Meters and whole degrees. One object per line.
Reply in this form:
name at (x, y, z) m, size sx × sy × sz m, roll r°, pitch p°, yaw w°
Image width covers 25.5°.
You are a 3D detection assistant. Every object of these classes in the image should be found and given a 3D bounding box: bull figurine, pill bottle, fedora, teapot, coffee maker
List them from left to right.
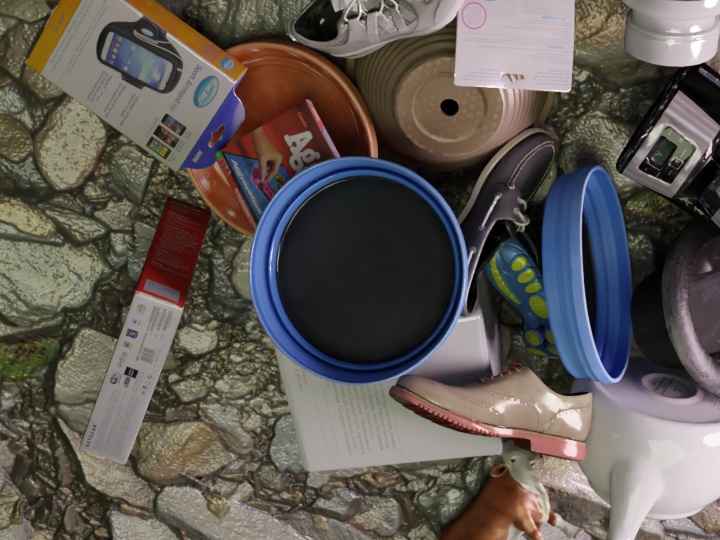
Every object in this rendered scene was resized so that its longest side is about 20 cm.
bull figurine at (0.162, 0.271, 1.718) m, size 0.121 × 0.065 × 0.200 m, roll 48°, pitch 127°, yaw 15°
teapot at (0.287, 0.174, 1.549) m, size 0.199 × 0.197 × 0.147 m, roll -3°, pitch 115°, yaw -23°
pill bottle at (0.274, -0.282, 1.356) m, size 0.111 × 0.112 × 0.201 m, roll 2°, pitch 122°, yaw 3°
fedora at (0.325, 0.041, 1.528) m, size 0.091 × 0.201 × 0.201 m, roll -12°, pitch 124°, yaw 44°
coffee maker at (0.344, -0.088, 1.450) m, size 0.200 × 0.192 × 0.135 m, roll 36°, pitch 97°, yaw 7°

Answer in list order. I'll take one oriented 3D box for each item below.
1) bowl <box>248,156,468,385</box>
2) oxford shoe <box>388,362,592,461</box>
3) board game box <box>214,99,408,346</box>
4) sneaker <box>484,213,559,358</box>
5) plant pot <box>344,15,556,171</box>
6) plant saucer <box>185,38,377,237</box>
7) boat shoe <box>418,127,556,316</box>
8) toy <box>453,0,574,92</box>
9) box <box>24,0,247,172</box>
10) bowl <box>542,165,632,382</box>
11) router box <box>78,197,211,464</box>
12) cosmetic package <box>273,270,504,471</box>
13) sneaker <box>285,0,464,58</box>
bowl at (0.000, 0.000, 1.409) m, size 0.200 × 0.039 × 0.202 m, roll 0°, pitch 91°, yaw 16°
oxford shoe at (0.121, 0.117, 1.456) m, size 0.199 × 0.070 × 0.075 m, roll 17°, pitch 85°, yaw -20°
board game box at (-0.045, -0.044, 1.451) m, size 0.103 × 0.019 × 0.201 m, roll -29°, pitch 84°, yaw 12°
sneaker at (0.184, 0.019, 1.567) m, size 0.070 × 0.083 × 0.200 m, roll -2°, pitch 139°, yaw 32°
plant pot at (0.082, -0.168, 1.453) m, size 0.200 × 0.093 × 0.202 m, roll 3°, pitch 122°, yaw 4°
plant saucer at (-0.077, -0.122, 1.504) m, size 0.199 × 0.032 × 0.201 m, roll 8°, pitch 116°, yaw 17°
boat shoe at (0.128, -0.041, 1.449) m, size 0.200 × 0.063 × 0.073 m, roll -52°, pitch 143°, yaw -12°
toy at (0.130, -0.259, 1.383) m, size 0.115 × 0.047 × 0.201 m, roll 1°, pitch 97°, yaw -21°
box at (-0.199, -0.183, 1.476) m, size 0.200 × 0.042 × 0.119 m, roll 35°, pitch 122°, yaw -6°
bowl at (0.211, 0.004, 1.476) m, size 0.039 × 0.201 × 0.201 m, roll -5°, pitch 121°, yaw 22°
router box at (-0.210, 0.059, 1.564) m, size 0.049 × 0.180 × 0.201 m, roll 19°, pitch 120°, yaw -7°
cosmetic package at (0.033, 0.077, 1.561) m, size 0.199 × 0.168 × 0.167 m, roll -6°, pitch 120°, yaw 9°
sneaker at (0.015, -0.229, 1.361) m, size 0.200 × 0.082 × 0.075 m, roll -28°, pitch 76°, yaw 48°
